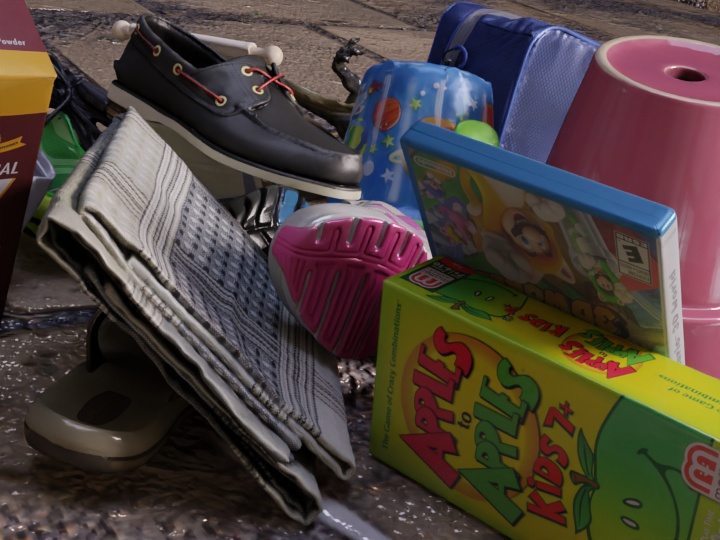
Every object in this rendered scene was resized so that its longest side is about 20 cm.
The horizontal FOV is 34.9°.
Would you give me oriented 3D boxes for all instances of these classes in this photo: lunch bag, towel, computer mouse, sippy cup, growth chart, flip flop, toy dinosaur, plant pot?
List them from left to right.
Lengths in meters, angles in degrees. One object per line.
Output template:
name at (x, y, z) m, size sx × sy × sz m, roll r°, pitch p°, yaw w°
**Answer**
computer mouse at (-0.235, -0.051, 0.731) m, size 0.109 × 0.044 × 0.200 m, roll 32°, pitch 64°, yaw 22°
flip flop at (-0.117, 0.043, 0.598) m, size 0.080 × 0.059 × 0.200 m, roll 11°, pitch 14°, yaw 5°
growth chart at (-0.112, -0.098, 0.829) m, size 0.142 × 0.201 × 0.018 m, roll 17°, pitch 53°, yaw 8°
towel at (-0.072, 0.011, 0.585) m, size 0.193 × 0.034 × 0.201 m, roll 51°, pitch 13°, yaw -19°
toy dinosaur at (-0.002, -0.135, 0.948) m, size 0.199 × 0.089 × 0.048 m, roll 37°, pitch 54°, yaw 10°
sippy cup at (0.041, -0.078, 0.830) m, size 0.176 × 0.133 × 0.139 m, roll 7°, pitch -2°, yaw 34°
lunch bag at (0.136, -0.146, 0.991) m, size 0.198 × 0.138 × 0.132 m, roll 11°, pitch 12°, yaw -42°
plant pot at (0.203, -0.052, 0.780) m, size 0.196 × 0.182 × 0.201 m, roll 5°, pitch 31°, yaw -3°

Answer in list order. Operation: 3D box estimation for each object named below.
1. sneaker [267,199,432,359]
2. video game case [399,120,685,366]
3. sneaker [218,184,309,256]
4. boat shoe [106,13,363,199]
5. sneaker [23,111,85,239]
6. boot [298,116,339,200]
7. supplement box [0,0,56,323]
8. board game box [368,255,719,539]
sneaker at (0.000, 0.000, 0.678) m, size 0.088 × 0.082 × 0.199 m, roll 34°, pitch 6°, yaw 31°
video game case at (0.097, 0.025, 0.574) m, size 0.142 × 0.202 × 0.018 m, roll 25°, pitch 58°, yaw 36°
sneaker at (-0.112, -0.013, 0.710) m, size 0.081 × 0.074 × 0.199 m, roll -22°, pitch -17°, yaw 34°
boat shoe at (-0.075, -0.100, 0.694) m, size 0.200 × 0.064 × 0.073 m, roll 31°, pitch 15°, yaw 31°
sneaker at (-0.231, -0.075, 0.813) m, size 0.198 × 0.075 × 0.084 m, roll 30°, pitch 64°, yaw 27°
boot at (-0.094, -0.114, 0.950) m, size 0.198 × 0.074 × 0.076 m, roll 15°, pitch 22°, yaw -37°
supplement box at (-0.261, -0.083, 0.584) m, size 0.131 × 0.201 × 0.199 m, roll -5°, pitch 49°, yaw -33°
board game box at (0.094, 0.079, 0.537) m, size 0.198 × 0.103 × 0.047 m, roll 25°, pitch 33°, yaw 36°
